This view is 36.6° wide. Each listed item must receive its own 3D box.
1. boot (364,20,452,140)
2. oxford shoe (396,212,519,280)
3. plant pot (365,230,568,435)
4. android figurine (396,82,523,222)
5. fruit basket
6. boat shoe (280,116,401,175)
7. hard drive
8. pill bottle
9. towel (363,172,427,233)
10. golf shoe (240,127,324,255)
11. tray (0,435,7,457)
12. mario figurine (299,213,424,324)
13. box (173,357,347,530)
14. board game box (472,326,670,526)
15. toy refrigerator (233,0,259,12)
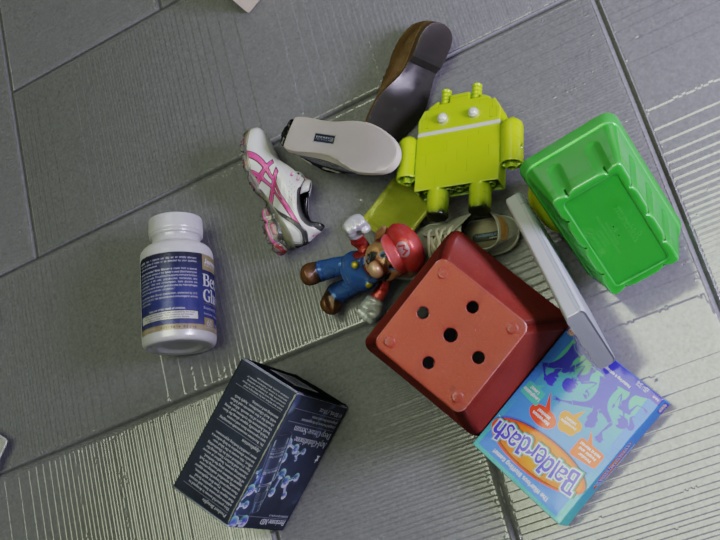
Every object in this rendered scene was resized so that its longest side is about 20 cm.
[{"bbox_3d":[0.060,-0.271,1.585,0.200,0.074,0.075,-60,31,6],"label":"boot"},{"bbox_3d":[0.117,-0.037,1.487,0.200,0.058,0.075,-14,73,24],"label":"oxford shoe"},{"bbox_3d":[0.123,0.080,1.354,0.200,0.176,0.200,39,96,10],"label":"plant pot"},{"bbox_3d":[0.136,-0.165,1.485,0.182,0.041,0.200,-6,65,26],"label":"android figurine"},{"bbox_3d":[0.291,-0.091,1.365,0.155,0.216,0.216,-31,65,16],"label":"fruit basket"},{"bbox_3d":[-0.012,-0.170,1.562,0.200,0.093,0.075,20,86,33],"label":"boat shoe"},{"bbox_3d":[0.245,0.011,1.337,0.027,0.132,0.200,-29,48,12],"label":"hard drive"},{"bbox_3d":[-0.274,0.019,1.633,0.111,0.111,0.200,-12,72,23],"label":"pill bottle"},{"bbox_3d":[0.086,-0.129,1.530,0.086,0.018,0.200,36,87,38],"label":"towel"},{"bbox_3d":[-0.115,-0.127,1.621,0.092,0.073,0.200,-23,77,13],"label":"golf shoe"},{"bbox_3d":[-0.646,0.347,1.781,0.107,0.022,0.200,24,87,29],"label":"tray"},{"bbox_3d":[0.000,0.000,1.474,0.200,0.123,0.106,-26,50,41],"label":"mario figurine"},{"bbox_3d":[-0.133,0.239,1.484,0.107,0.148,0.200,28,90,30],"label":"box"},{"bbox_3d":[0.261,0.192,1.360,0.152,0.045,0.200,41,96,29],"label":"board game box"},{"bbox_3d":[-0.153,-0.520,1.739,0.200,0.076,0.070,-49,61,7],"label":"toy refrigerator"}]
